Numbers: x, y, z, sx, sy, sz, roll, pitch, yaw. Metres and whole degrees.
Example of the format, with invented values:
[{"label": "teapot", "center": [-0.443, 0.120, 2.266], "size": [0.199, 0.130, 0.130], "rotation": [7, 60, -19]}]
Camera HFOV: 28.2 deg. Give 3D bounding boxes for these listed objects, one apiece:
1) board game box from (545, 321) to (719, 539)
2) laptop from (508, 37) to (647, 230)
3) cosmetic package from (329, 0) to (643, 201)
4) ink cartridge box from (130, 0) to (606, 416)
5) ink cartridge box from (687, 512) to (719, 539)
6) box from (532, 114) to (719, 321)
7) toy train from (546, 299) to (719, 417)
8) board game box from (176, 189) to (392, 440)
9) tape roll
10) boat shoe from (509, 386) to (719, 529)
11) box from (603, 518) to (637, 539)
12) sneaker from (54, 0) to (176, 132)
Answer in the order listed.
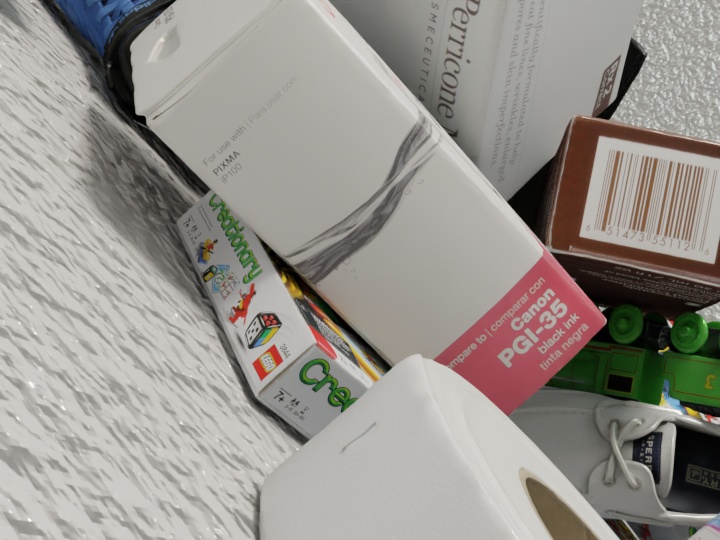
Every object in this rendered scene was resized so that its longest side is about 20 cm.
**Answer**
[{"label": "board game box", "center": [0.201, 0.111, 0.868], "size": [0.126, 0.035, 0.200], "rotation": [-11, 46, -29]}, {"label": "laptop", "center": [0.059, -0.133, 0.957], "size": [0.103, 0.178, 0.200], "rotation": [-8, 49, -40]}, {"label": "cosmetic package", "center": [0.036, -0.164, 0.790], "size": [0.200, 0.165, 0.165], "rotation": [32, -39, 24]}, {"label": "ink cartridge box", "center": [-0.001, -0.041, 0.628], "size": [0.200, 0.083, 0.147], "rotation": [46, 8, -22]}, {"label": "ink cartridge box", "center": [0.198, 0.146, 0.662], "size": [0.085, 0.200, 0.144], "rotation": [52, 8, 20]}, {"label": "box", "center": [0.146, -0.022, 0.777], "size": [0.100, 0.075, 0.200], "rotation": [12, -4, 5]}, {"label": "toy train", "center": [0.147, 0.048, 0.811], "size": [0.199, 0.057, 0.042], "rotation": [7, -7, 44]}, {"label": "board game box", "center": [0.007, 0.056, 0.636], "size": [0.200, 0.035, 0.126], "rotation": [43, 9, -39]}, {"label": "tape roll", "center": [0.058, 0.125, 0.455], "size": [0.203, 0.071, 0.202], "rotation": [48, 8, -9]}, {"label": "boat shoe", "center": [0.148, 0.098, 0.760], "size": [0.199, 0.074, 0.065], "rotation": [7, -17, -7]}, {"label": "box", "center": [0.134, 0.159, 0.851], "size": [0.200, 0.038, 0.137], "rotation": [53, 8, 25]}, {"label": "sneaker", "center": [-0.115, -0.139, 0.735], "size": [0.200, 0.077, 0.111], "rotation": [55, -3, -10]}]
